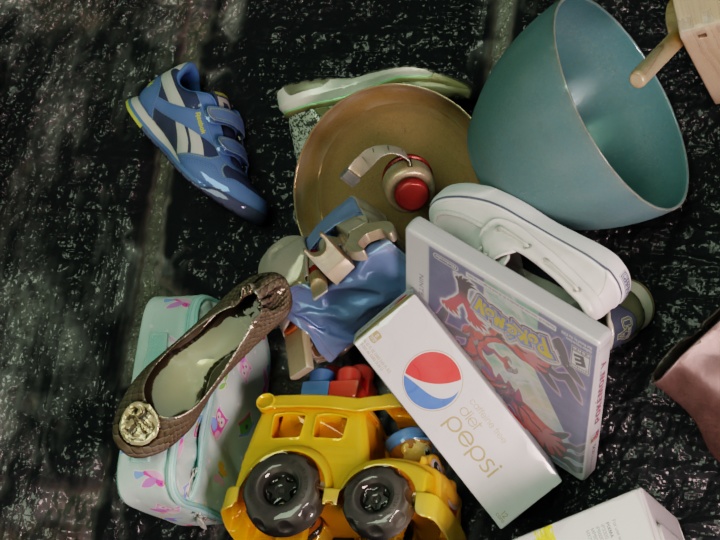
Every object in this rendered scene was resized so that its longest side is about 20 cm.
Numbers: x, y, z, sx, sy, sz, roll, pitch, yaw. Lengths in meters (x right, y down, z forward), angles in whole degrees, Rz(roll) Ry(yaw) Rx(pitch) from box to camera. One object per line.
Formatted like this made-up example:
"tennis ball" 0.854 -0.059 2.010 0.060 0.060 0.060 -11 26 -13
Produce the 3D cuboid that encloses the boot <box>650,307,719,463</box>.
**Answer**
"boot" 0.351 0.082 1.453 0.200 0.072 0.166 -40 105 13

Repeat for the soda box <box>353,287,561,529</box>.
"soda box" 0.080 0.113 1.538 0.068 0.064 0.200 -38 92 4

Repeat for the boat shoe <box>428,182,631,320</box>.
"boat shoe" 0.127 -0.013 1.534 0.199 0.074 0.065 23 49 36

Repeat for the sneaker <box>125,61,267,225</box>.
"sneaker" -0.145 -0.124 1.772 0.082 0.074 0.200 -43 64 2

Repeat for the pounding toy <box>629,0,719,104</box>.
"pounding toy" 0.300 -0.230 1.557 0.141 0.184 0.201 -14 68 18

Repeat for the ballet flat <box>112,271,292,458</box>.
"ballet flat" -0.134 0.076 1.549 0.200 0.046 0.067 -44 77 -6

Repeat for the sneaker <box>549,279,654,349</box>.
"sneaker" 0.145 0.037 1.579 0.199 0.090 0.068 2 107 22

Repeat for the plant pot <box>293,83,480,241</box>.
"plant pot" 0.035 -0.069 1.672 0.199 0.027 0.202 2 96 21

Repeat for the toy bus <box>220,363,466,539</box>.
"toy bus" 0.000 0.164 1.599 0.199 0.136 0.193 0 58 20

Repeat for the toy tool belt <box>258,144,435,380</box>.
"toy tool belt" 0.000 0.000 1.606 0.200 0.125 0.123 -46 28 16

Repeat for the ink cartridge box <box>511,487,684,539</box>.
"ink cartridge box" 0.174 0.283 1.465 0.199 0.145 0.145 -25 66 14

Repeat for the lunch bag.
"lunch bag" -0.146 0.128 1.641 0.077 0.160 0.201 -2 72 22

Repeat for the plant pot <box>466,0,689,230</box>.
"plant pot" 0.171 -0.115 1.583 0.134 0.200 0.201 -28 63 31

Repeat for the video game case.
"video game case" 0.118 0.067 1.546 0.199 0.183 0.023 31 55 27

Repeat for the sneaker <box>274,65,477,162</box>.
"sneaker" 0.018 -0.139 1.720 0.199 0.077 0.089 -6 88 25
